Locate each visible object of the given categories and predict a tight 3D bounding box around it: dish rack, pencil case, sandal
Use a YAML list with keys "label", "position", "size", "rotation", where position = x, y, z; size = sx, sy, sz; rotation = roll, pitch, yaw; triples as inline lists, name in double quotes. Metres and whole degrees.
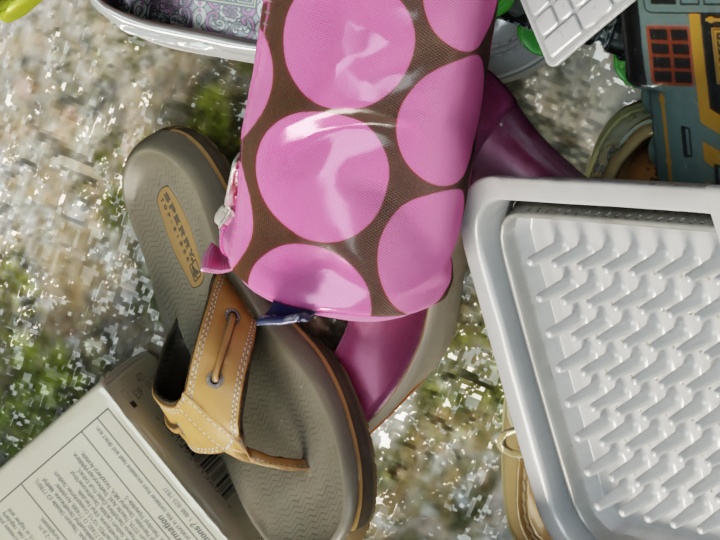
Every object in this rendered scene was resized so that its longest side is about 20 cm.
- label: "dish rack"
  position: [0.125, 0.041, 0.907]
  size: [0.200, 0.043, 0.173]
  rotation: [6, 118, 54]
- label: "pencil case"
  position: [0.000, -0.082, 0.915]
  size: [0.093, 0.091, 0.201]
  rotation: [13, 108, 10]
- label: "sandal"
  position: [-0.057, 0.031, 1.015]
  size: [0.082, 0.054, 0.201]
  rotation: [-43, 65, 45]

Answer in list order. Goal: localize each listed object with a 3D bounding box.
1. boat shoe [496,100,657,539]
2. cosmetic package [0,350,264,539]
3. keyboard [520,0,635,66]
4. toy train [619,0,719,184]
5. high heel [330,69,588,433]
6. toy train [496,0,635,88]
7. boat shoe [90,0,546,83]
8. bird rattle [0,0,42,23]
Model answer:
- label: "boat shoe"
  position: [0.095, 0.031, 1.014]
  size: [0.073, 0.063, 0.201]
  rotation: [12, 102, 10]
- label: "cosmetic package"
  position: [-0.139, 0.138, 1.080]
  size: [0.200, 0.071, 0.105]
  rotation: [-39, 90, 15]
- label: "keyboard"
  position: [0.051, -0.174, 0.922]
  size: [0.056, 0.011, 0.201]
  rotation: [-36, 66, 38]
- label: "toy train"
  position: [0.157, -0.047, 0.921]
  size: [0.113, 0.085, 0.201]
  rotation: [5, 117, 30]
- label: "high heel"
  position: [0.000, 0.000, 1.020]
  size: [0.096, 0.067, 0.200]
  rotation: [43, 123, 5]
- label: "toy train"
  position: [0.125, -0.096, 0.979]
  size: [0.199, 0.042, 0.057]
  rotation: [17, 81, -8]
- label: "boat shoe"
  position: [-0.014, -0.111, 1.012]
  size: [0.199, 0.069, 0.072]
  rotation: [12, 101, 10]
- label: "bird rattle"
  position: [-0.080, -0.175, 0.976]
  size: [0.199, 0.163, 0.113]
  rotation: [-20, 110, -29]
